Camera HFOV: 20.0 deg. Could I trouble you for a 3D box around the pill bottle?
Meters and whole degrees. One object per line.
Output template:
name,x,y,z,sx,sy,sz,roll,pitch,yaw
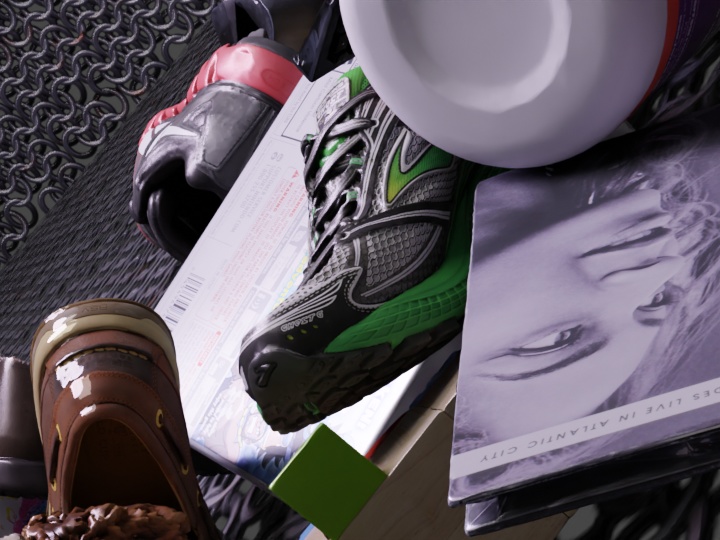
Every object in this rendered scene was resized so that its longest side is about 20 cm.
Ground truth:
pill bottle,0.082,-0.120,0.707,0.112,0.113,0.200,-43,-1,38

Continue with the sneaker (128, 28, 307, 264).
sneaker,-0.080,-0.039,1.003,0.098,0.071,0.200,-62,12,-25

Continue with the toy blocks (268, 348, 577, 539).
toy blocks,0.006,0.099,0.654,0.200,0.100,0.137,-51,1,-5

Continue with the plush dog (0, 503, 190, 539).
plush dog,-0.130,0.161,0.702,0.173,0.159,0.201,105,-170,-48

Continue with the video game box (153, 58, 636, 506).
video game box,0.000,0.000,0.853,0.182,0.047,0.201,22,77,55

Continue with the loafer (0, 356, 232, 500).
loafer,-0.095,0.061,0.958,0.072,0.072,0.199,2,5,36

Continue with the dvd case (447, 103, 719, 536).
dvd case,0.099,-0.004,0.569,0.147,0.016,0.200,-17,23,13

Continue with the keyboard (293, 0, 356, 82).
keyboard,0.065,-0.129,0.836,0.199,0.040,0.104,-32,-7,-18

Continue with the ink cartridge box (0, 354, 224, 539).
ink cartridge box,-0.175,0.130,0.957,0.083,0.200,0.146,-41,16,31

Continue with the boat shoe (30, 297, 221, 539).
boat shoe,-0.092,0.110,0.810,0.071,0.202,0.068,-9,34,-3

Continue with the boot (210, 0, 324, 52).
boot,0.033,-0.158,1.052,0.198,0.066,0.165,-14,-12,-19

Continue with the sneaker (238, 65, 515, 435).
sneaker,0.002,-0.016,0.695,0.078,0.085,0.200,-35,11,33
